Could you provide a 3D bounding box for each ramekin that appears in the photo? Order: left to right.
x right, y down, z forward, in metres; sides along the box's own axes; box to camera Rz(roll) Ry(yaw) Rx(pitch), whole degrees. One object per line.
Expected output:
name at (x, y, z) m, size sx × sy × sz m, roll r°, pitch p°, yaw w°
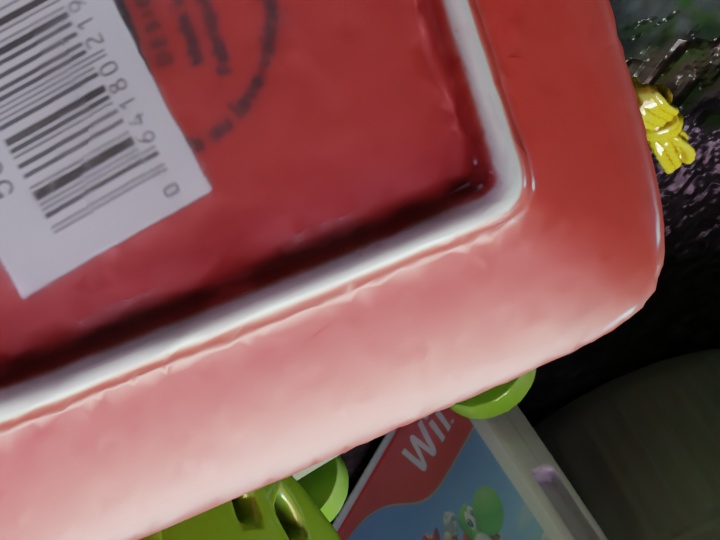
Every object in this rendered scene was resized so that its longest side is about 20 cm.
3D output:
ramekin at (0.114, 0.112, 0.960) m, size 0.202 × 0.094 × 0.202 m, roll -18°, pitch 144°, yaw -14°

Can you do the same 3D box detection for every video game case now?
video game case at (0.049, 0.143, 0.863) m, size 0.017 × 0.200 × 0.143 m, roll -6°, pitch 139°, yaw -37°

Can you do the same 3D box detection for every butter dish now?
butter dish at (-0.064, -0.055, 0.608) m, size 0.199 × 0.148 × 0.200 m, roll -22°, pitch 103°, yaw -16°

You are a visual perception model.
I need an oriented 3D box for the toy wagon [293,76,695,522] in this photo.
toy wagon at (0.000, 0.000, 0.796) m, size 0.200 × 0.040 × 0.155 m, roll -33°, pitch 144°, yaw 5°

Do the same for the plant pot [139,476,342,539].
plant pot at (-0.113, 0.123, 0.717) m, size 0.199 × 0.200 × 0.182 m, roll -14°, pitch 139°, yaw 10°
